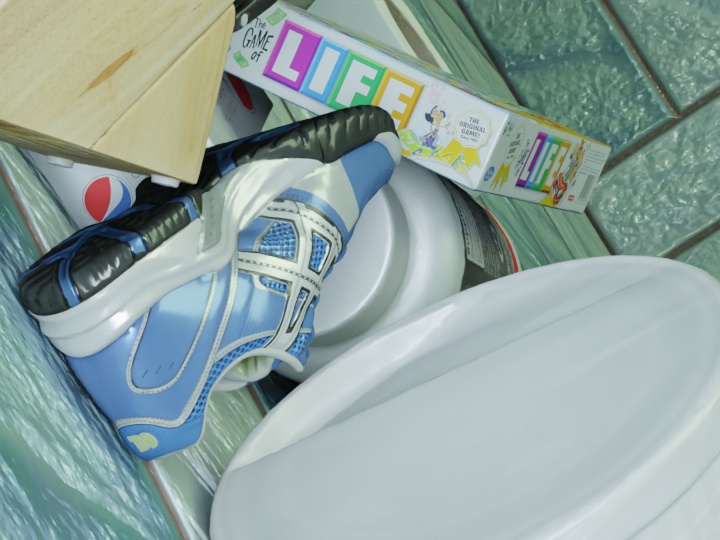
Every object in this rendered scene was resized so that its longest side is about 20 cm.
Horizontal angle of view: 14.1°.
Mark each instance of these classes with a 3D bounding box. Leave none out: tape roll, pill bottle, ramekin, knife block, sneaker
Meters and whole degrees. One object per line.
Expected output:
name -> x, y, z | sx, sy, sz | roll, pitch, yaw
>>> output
tape roll -> 0.017, -0.128, 1.999 | 0.203, 0.071, 0.203 | 54, 9, -12
pill bottle -> 0.000, 0.000, 1.273 | 0.111, 0.110, 0.200 | 58, 9, 15
ramekin -> 0.055, 0.086, 1.011 | 0.203, 0.201, 0.095 | -104, 169, -67
knife block -> -0.085, -0.124, 0.969 | 0.064, 0.177, 0.200 | 10, -3, 31
sneaker -> -0.045, -0.001, 1.037 | 0.200, 0.075, 0.077 | -37, 107, -49

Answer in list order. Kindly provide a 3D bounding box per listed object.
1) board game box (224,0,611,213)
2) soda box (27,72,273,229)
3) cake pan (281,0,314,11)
board game box -> 0.022, -0.071, 1.234 | 0.134, 0.034, 0.200 | 26, 6, 15
soda box -> -0.085, -0.063, 1.195 | 0.068, 0.063, 0.200 | 55, 8, -8
cake pan -> -0.100, -0.160, 1.289 | 0.199, 0.037, 0.200 | 27, 3, -1
